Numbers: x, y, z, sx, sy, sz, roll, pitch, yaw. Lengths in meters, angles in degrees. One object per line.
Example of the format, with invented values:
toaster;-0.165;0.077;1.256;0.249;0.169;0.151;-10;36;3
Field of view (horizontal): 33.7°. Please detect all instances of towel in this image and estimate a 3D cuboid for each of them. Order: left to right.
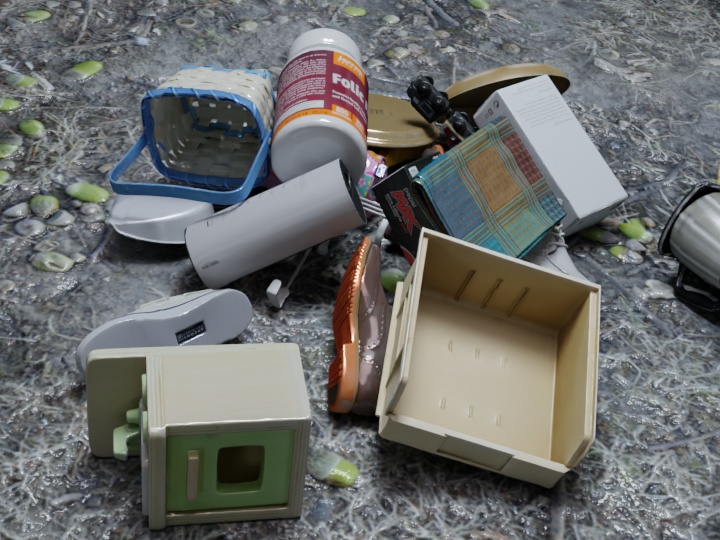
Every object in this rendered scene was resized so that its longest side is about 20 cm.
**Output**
towel;0.147;-0.079;1.330;0.200;0.022;0.148;-37;96;-43

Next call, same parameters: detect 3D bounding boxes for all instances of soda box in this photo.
soda box;0.094;-0.024;1.326;0.063;0.071;0.202;-25;87;-39

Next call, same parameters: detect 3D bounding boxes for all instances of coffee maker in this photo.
coffee maker;0.487;-0.007;1.410;0.190;0.136;0.200;-13;42;-26

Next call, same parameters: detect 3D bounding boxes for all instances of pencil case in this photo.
pencil case;-0.063;-0.126;1.516;0.197;0.088;0.088;16;37;9

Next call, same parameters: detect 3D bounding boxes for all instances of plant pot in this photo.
plant pot;0.192;-0.247;1.650;0.197;0.200;0.028;-8;80;-19

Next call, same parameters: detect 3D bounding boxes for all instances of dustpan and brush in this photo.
dustpan and brush;-0.198;-0.061;1.441;0.197;0.058;0.140;-2;25;-1

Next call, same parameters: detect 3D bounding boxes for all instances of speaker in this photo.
speaker;-0.095;-0.052;1.341;0.198;0.082;0.082;-23;37;8

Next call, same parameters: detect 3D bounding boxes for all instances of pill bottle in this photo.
pill bottle;-0.046;-0.193;1.422;0.112;0.115;0.202;4;45;-4

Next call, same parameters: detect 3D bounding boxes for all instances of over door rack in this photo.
over door rack;0.000;0.000;1.383;0.146;0.067;0.201;21;53;18

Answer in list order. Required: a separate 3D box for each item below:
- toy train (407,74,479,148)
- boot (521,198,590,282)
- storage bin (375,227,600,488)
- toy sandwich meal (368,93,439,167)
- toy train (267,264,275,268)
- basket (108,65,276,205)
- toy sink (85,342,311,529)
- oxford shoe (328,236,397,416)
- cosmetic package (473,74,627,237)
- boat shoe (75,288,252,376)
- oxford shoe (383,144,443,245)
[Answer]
toy train;0.136;-0.175;1.574;0.200;0.046;0.034;45;28;-9
boot;0.219;-0.041;1.425;0.199;0.096;0.073;38;14;35
storage bin;0.128;0.089;1.188;0.197;0.094;0.200;18;52;-8
toy sandwich meal;0.011;-0.183;1.624;0.202;0.071;0.206;7;25;-4
toy train;-0.072;-0.077;1.430;0.046;0.034;0.200;31;67;26
basket;-0.182;-0.151;1.408;0.174;0.140;0.201;9;40;19
toy sink;-0.151;0.153;1.089;0.197;0.132;0.113;0;37;-12
oxford shoe;0.011;0.061;1.263;0.072;0.071;0.203;12;64;-13
cosmetic package;0.245;-0.146;1.539;0.101;0.074;0.202;-21;75;-33
boat shoe;-0.214;0.064;1.261;0.198;0.072;0.069;-24;19;-29
oxford shoe;0.070;-0.101;1.519;0.071;0.072;0.201;4;35;8
